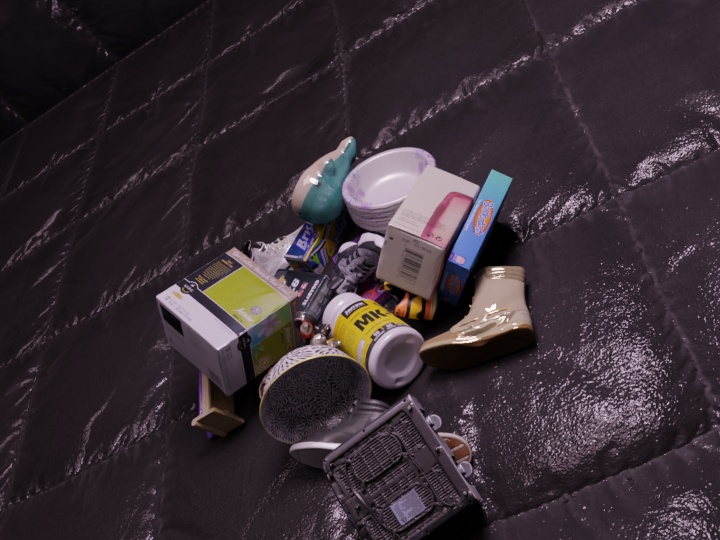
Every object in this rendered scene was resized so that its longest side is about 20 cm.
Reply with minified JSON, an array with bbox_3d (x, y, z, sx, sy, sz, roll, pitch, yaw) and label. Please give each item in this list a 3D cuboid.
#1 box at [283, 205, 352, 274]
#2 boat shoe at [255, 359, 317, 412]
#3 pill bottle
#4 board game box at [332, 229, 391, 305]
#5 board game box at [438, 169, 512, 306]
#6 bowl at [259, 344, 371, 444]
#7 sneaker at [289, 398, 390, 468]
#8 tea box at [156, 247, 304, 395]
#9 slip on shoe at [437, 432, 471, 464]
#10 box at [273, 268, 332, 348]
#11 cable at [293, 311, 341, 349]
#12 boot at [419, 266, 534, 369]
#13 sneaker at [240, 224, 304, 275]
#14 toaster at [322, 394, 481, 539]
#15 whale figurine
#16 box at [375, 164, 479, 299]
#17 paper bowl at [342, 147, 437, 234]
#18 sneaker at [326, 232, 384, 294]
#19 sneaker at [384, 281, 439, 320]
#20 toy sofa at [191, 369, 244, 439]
[{"bbox_3d":[-0.081,-0.084,1.912,0.070,0.064,0.201,8,58,41],"label":"box"},{"bbox_3d":[-0.154,0.216,1.655,0.199,0.071,0.077,25,112,52],"label":"boat shoe"},{"bbox_3d":[0.019,0.119,1.581,0.114,0.114,0.200,-47,37,-8],"label":"pill bottle"},{"bbox_3d":[0.026,-0.009,1.776,0.120,0.032,0.200,-44,37,5],"label":"board game box"},{"bbox_3d":[0.201,-0.056,1.568,0.045,0.152,0.201,24,66,9],"label":"board game box"},{"bbox_3d":[-0.088,0.195,1.525,0.200,0.201,0.094,-37,39,6],"label":"bowl"},{"bbox_3d":[-0.025,0.275,1.507,0.198,0.071,0.100,-13,43,25],"label":"sneaker"},{"bbox_3d":[-0.244,0.092,1.679,0.196,0.135,0.199,-34,51,-28],"label":"tea box"},{"bbox_3d":[0.079,0.305,1.387,0.198,0.077,0.061,-25,-3,10],"label":"slip on shoe"},{"bbox_3d":[-0.158,0.095,1.819,0.158,0.046,0.201,7,59,46],"label":"box"},{"bbox_3d":[-0.092,0.133,1.612,0.051,0.097,0.200,-60,0,-27],"label":"cable"},{"bbox_3d":[0.193,0.077,1.500,0.198,0.073,0.157,-21,42,24],"label":"boot"},{"bbox_3d":[-0.185,-0.045,1.926,0.201,0.115,0.075,-50,37,-12],"label":"sneaker"},{"bbox_3d":[0.057,0.310,1.292,0.199,0.119,0.182,-37,73,7],"label":"toaster"},{"bbox_3d":[-0.058,-0.183,1.851,0.103,0.159,0.201,35,69,9],"label":"whale figurine"},{"bbox_3d":[0.120,-0.069,1.562,0.108,0.129,0.200,23,44,11],"label":"box"},{"bbox_3d":[0.070,-0.152,1.793,0.199,0.105,0.202,-16,36,12],"label":"paper bowl"},{"bbox_3d":[0.000,0.000,1.688,0.200,0.075,0.115,-15,48,64],"label":"sneaker"},{"bbox_3d":[0.084,0.008,1.618,0.089,0.070,0.201,2,43,-12],"label":"sneaker"},{"bbox_3d":[-0.295,0.225,1.750,0.097,0.083,0.202,-31,48,27],"label":"toy sofa"}]
